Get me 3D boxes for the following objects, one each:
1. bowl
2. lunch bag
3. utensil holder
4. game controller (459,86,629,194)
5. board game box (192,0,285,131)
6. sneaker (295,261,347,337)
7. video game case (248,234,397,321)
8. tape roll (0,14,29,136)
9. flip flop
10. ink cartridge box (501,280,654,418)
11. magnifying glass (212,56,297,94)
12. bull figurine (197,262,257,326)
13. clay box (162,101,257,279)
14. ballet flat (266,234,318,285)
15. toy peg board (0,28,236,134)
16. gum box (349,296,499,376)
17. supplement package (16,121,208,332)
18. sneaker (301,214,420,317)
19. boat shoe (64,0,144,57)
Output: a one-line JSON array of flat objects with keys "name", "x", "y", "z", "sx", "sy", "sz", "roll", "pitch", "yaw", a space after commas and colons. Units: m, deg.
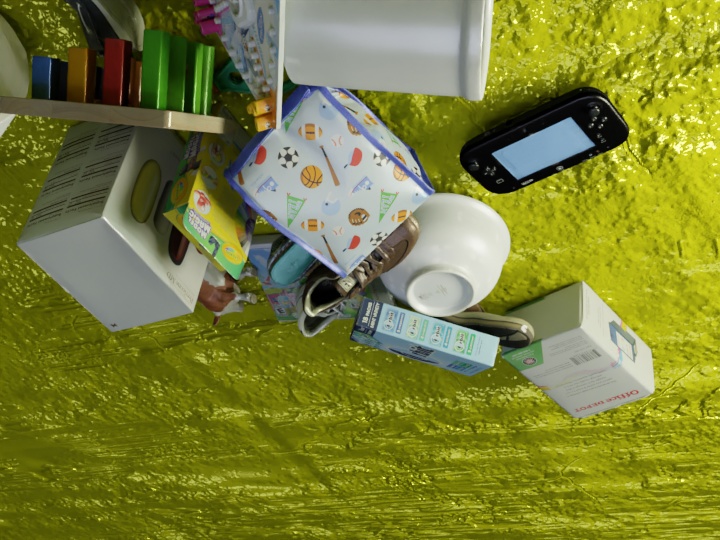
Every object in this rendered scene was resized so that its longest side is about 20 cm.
[{"name": "bowl", "x": 0.108, "y": -0.003, "z": 1.268, "sx": 0.196, "sy": 0.092, "sz": 0.203, "roll": 1, "pitch": 138, "yaw": 1}, {"name": "lunch bag", "x": -0.041, "y": -0.121, "z": 1.116, "sx": 0.170, "sy": 0.125, "sz": 0.199, "roll": -45, "pitch": 127, "yaw": 17}, {"name": "utensil holder", "x": 0.031, "y": -0.261, "z": 0.929, "sx": 0.195, "sy": 0.173, "sz": 0.172, "roll": 4, "pitch": 141, "yaw": 10}, {"name": "game controller", "x": 0.218, "y": -0.151, "z": 1.118, "sx": 0.197, "sy": 0.043, "sz": 0.104, "roll": -22, "pitch": 131, "yaw": 34}, {"name": "board game box", "x": -0.128, "y": -0.276, "z": 0.935, "sx": 0.025, "sy": 0.202, "sz": 0.202, "roll": -19, "pitch": 147, "yaw": -20}, {"name": "sneaker", "x": -0.035, "y": 0.031, "z": 1.325, "sx": 0.071, "sy": 0.072, "sz": 0.200, "roll": 5, "pitch": 149, "yaw": -24}, {"name": "video game case", "x": -0.056, "y": 0.012, "z": 1.391, "sx": 0.195, "sy": 0.022, "sz": 0.184, "roll": -2, "pitch": 139, "yaw": 15}, {"name": "tape roll", "x": -0.481, "y": -0.230, "z": 1.052, "sx": 0.201, "sy": 0.206, "sz": 0.070, "roll": 32, "pitch": 138, "yaw": -26}, {"name": "flip flop", "x": 0.165, "y": 0.064, "z": 1.364, "sx": 0.197, "sy": 0.059, "sz": 0.081, "roll": 9, "pitch": 156, "yaw": 35}, {"name": "ink cartridge box", "x": 0.325, "y": 0.124, "z": 1.390, "sx": 0.144, "sy": 0.089, "sz": 0.199, "roll": -26, "pitch": 127, "yaw": 37}, {"name": "magnifying glass", "x": -0.155, "y": -0.232, "z": 1.120, "sx": 0.196, "sy": 0.023, "sz": 0.080, "roll": -11, "pitch": 136, "yaw": 26}, {"name": "bull figurine", "x": -0.218, "y": 0.006, "z": 1.380, "sx": 0.119, "sy": 0.066, "sz": 0.201, "roll": -10, "pitch": 136, "yaw": 33}, {"name": "clay box", "x": -0.176, "y": -0.094, "z": 1.147, "sx": 0.047, "sy": 0.203, "sz": 0.115, "roll": -15, "pitch": 135, "yaw": 29}, {"name": "ballet flat", "x": -0.052, "y": -0.063, "z": 1.257, "sx": 0.199, "sy": 0.075, "sz": 0.074, "roll": -37, "pitch": 126, "yaw": 14}, {"name": "toy peg board", "x": -0.259, "y": -0.212, "z": 1.038, "sx": 0.194, "sy": 0.200, "sz": 0.100, "roll": 7, "pitch": 97, "yaw": 12}, {"name": "gum box", "x": 0.087, "y": 0.098, "z": 1.347, "sx": 0.196, "sy": 0.046, "sz": 0.170, "roll": 16, "pitch": 169, "yaw": 0}, {"name": "supplement package", "x": -0.298, "y": -0.067, "z": 1.207, "sx": 0.144, "sy": 0.203, "sz": 0.192, "roll": -13, "pitch": 137, "yaw": 26}, {"name": "sneaker", "x": 0.000, "y": 0.000, "z": 1.204, "sx": 0.070, "sy": 0.076, "sz": 0.199, "roll": 41, "pitch": 126, "yaw": -15}, {"name": "boat shoe", "x": -0.306, "y": -0.315, "z": 1.012, "sx": 0.066, "sy": 0.073, "sz": 0.201, "roll": -4, "pitch": 142, "yaw": 16}]
